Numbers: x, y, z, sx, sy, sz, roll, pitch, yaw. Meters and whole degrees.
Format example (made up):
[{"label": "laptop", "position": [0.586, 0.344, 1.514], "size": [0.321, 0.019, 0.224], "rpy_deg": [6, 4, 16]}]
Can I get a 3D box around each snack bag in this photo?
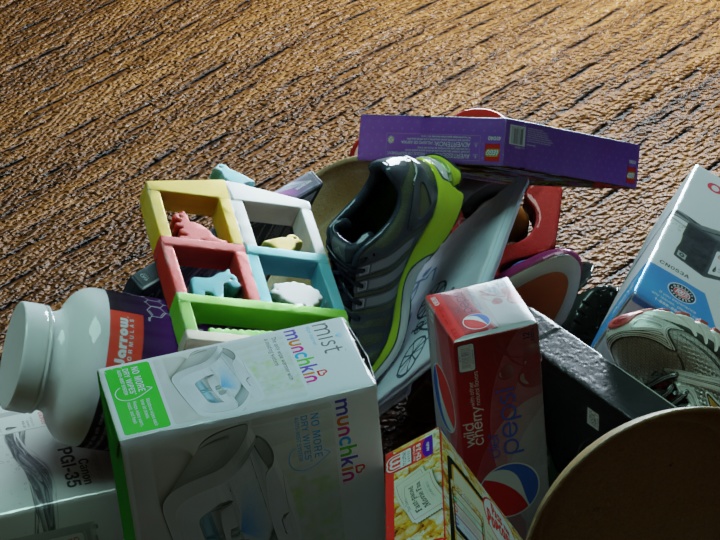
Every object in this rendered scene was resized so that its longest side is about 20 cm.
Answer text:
[{"label": "snack bag", "position": [0.054, 0.031, 1.814], "size": [0.021, 0.200, 0.189], "rpy_deg": [37, 43, -13]}]

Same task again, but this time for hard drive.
[{"label": "hard drive", "position": [0.166, 0.126, 1.665], "size": [0.038, 0.140, 0.200], "rpy_deg": [-25, 40, -29]}]

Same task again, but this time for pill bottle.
[{"label": "pill bottle", "position": [-0.149, 0.076, 1.681], "size": [0.199, 0.113, 0.113], "rpy_deg": [10, 26, -19]}]

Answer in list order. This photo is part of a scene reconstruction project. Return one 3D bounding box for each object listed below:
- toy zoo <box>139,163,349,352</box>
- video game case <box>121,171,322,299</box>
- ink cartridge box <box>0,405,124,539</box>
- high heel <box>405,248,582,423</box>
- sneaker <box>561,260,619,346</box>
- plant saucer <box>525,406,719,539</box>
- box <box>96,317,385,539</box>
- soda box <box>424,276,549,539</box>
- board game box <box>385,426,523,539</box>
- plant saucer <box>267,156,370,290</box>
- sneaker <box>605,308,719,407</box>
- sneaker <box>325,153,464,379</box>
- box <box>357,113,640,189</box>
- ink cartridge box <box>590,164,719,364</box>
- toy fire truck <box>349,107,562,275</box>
[{"label": "toy zoo", "position": [-0.084, -0.006, 1.709], "size": [0.131, 0.021, 0.200], "rpy_deg": [6, 39, -24]}, {"label": "video game case", "position": [-0.122, 0.010, 1.812], "size": [0.019, 0.143, 0.200], "rpy_deg": [47, 48, 14]}, {"label": "ink cartridge box", "position": [-0.250, 0.166, 1.732], "size": [0.199, 0.083, 0.147], "rpy_deg": [-12, 31, -11]}, {"label": "high heel", "position": [0.098, 0.027, 1.828], "size": [0.200, 0.067, 0.096], "rpy_deg": [-41, 24, 31]}, {"label": "sneaker", "position": [0.145, 0.072, 1.846], "size": [0.200, 0.060, 0.104], "rpy_deg": [-52, 13, -18]}, {"label": "plant saucer", "position": [0.188, 0.165, 1.548], "size": [0.199, 0.201, 0.035], "rpy_deg": [-15, 34, -15]}, {"label": "box", "position": [-0.075, 0.152, 1.616], "size": [0.176, 0.201, 0.097], "rpy_deg": [-11, 32, -11]}, {"label": "soda box", "position": [0.090, 0.110, 1.657], "size": [0.063, 0.201, 0.070], "rpy_deg": [-13, 31, -12]}, {"label": "board game box", "position": [0.075, 0.218, 1.528], "size": [0.046, 0.152, 0.200], "rpy_deg": [-29, 26, 16]}, {"label": "plant saucer", "position": [-0.027, 0.004, 1.912], "size": [0.200, 0.035, 0.201], "rpy_deg": [-34, 39, 32]}, {"label": "sneaker", "position": [0.237, 0.110, 1.654], "size": [0.078, 0.200, 0.082], "rpy_deg": [-25, 19, 42]}, {"label": "sneaker", "position": [0.000, 0.000, 1.762], "size": [0.074, 0.201, 0.081], "rpy_deg": [28, 9, 42]}, {"label": "box", "position": [0.110, -0.092, 1.863], "size": [0.136, 0.039, 0.200], "rpy_deg": [5, -1, 37]}, {"label": "ink cartridge box", "position": [0.271, 0.029, 1.789], "size": [0.145, 0.084, 0.200], "rpy_deg": [31, 38, 3]}, {"label": "toy fire truck", "position": [0.079, -0.033, 2.012], "size": [0.199, 0.112, 0.168], "rpy_deg": [-13, 56, -12]}]
